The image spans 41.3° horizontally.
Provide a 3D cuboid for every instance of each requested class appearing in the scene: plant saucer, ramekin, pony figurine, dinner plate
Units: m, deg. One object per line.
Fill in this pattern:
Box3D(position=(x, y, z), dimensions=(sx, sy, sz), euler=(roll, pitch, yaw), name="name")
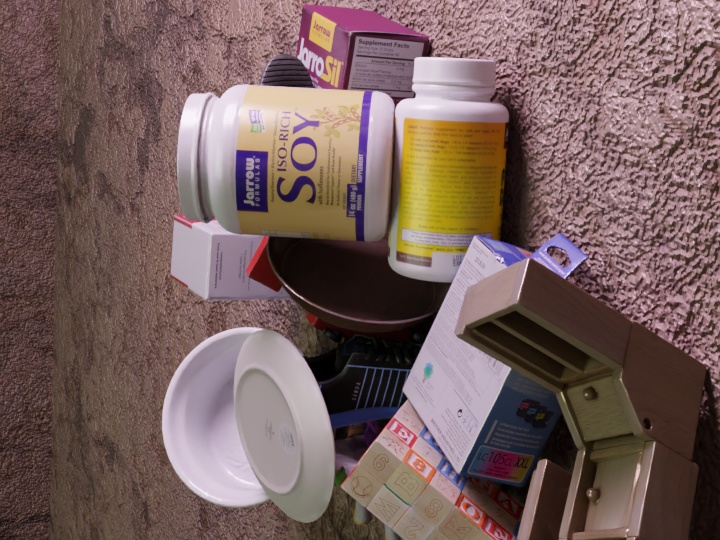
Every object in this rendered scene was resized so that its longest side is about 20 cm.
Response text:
Box3D(position=(0.000, 0.000, 0.975), dimensions=(0.201, 0.198, 0.035), euler=(56, 142, 43), name="plant saucer")
Box3D(position=(-0.123, 0.175, 1.123), dimensions=(0.098, 0.198, 0.203), euler=(38, -144, -68), name="ramekin")
Box3D(position=(0.021, 0.200, 1.036), dimensions=(0.193, 0.165, 0.203), euler=(-161, 55, -68), name="pony figurine")
Box3D(position=(-0.088, 0.162, 0.980), dimensions=(0.199, 0.024, 0.203), euler=(23, 119, 50), name="dinner plate")

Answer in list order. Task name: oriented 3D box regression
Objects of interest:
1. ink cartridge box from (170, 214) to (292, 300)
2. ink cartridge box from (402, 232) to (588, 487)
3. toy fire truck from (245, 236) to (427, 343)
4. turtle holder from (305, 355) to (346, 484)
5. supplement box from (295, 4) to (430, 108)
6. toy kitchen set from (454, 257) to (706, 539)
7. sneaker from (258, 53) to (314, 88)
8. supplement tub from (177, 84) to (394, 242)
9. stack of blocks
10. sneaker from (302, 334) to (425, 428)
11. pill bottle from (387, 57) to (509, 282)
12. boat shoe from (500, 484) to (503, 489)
Box3D(position=(-0.123, -0.018, 1.205), dimensions=(0.144, 0.197, 0.085), euler=(22, 109, 59), name="ink cartridge box")
Box3D(position=(0.127, 0.063, 0.830), dimensions=(0.202, 0.075, 0.137), euler=(-68, 28, 18), name="ink cartridge box")
Box3D(position=(-0.021, 0.040, 1.047), dimensions=(0.049, 0.198, 0.141), euler=(-59, 24, 6), name="toy fire truck")
Box3D(position=(-0.083, 0.180, 1.233), dimensions=(0.183, 0.132, 0.143), euler=(15, 80, 20), name="turtle holder")
Box3D(position=(-0.011, -0.182, 1.077), dimensions=(0.131, 0.102, 0.203), euler=(43, 129, 53), name="supplement box")
Box3D(position=(0.123, 0.139, 0.707), dimensions=(0.163, 0.179, 0.202), euler=(-31, 34, 57), name="toy kitchen set")
Box3D(position=(-0.096, -0.135, 1.055), dimensions=(0.088, 0.073, 0.203), euler=(15, 107, 58), name="sneaker")
Box3D(position=(-0.068, -0.105, 0.932), dimensions=(0.145, 0.197, 0.148), euler=(3, -90, -88), name="supplement tub")
Box3D(position=(0.091, 0.214, 0.850), dimensions=(0.199, 0.115, 0.059), euler=(39, 110, 7), name="stack of blocks")
Box3D(position=(0.025, 0.099, 0.952), dimensions=(0.070, 0.197, 0.079), euler=(-87, -23, -58), name="sneaker")
Box3D(position=(0.083, -0.096, 0.903), dimensions=(0.109, 0.108, 0.203), euler=(22, 112, 59), name="pill bottle")
Box3D(position=(0.097, 0.265, 0.954), dimensions=(0.074, 0.075, 0.203), euler=(34, 123, 52), name="boat shoe")
